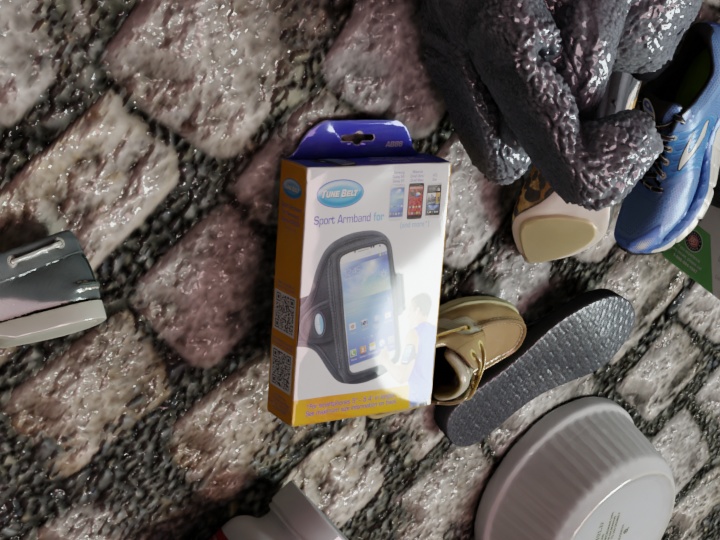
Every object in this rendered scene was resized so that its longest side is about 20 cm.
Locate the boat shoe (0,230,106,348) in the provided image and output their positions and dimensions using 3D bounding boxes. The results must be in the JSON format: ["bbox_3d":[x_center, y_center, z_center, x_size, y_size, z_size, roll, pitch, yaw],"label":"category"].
[{"bbox_3d":[-0.243,0.017,0.793,0.198,0.073,0.063,-9,82,-30],"label":"boat shoe"}]

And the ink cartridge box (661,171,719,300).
[{"bbox_3d":[0.362,-0.068,1.207,0.083,0.146,0.202,-2,120,-33],"label":"ink cartridge box"}]

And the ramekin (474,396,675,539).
[{"bbox_3d":[0.211,0.228,1.332,0.201,0.094,0.205,-25,134,-28],"label":"ramekin"}]

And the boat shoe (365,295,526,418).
[{"bbox_3d":[0.060,0.074,1.096,0.198,0.066,0.075,-16,130,-34],"label":"boat shoe"}]

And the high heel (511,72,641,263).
[{"bbox_3d":[0.169,-0.099,1.087,0.201,0.070,0.144,112,-7,-60],"label":"high heel"}]

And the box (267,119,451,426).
[{"bbox_3d":[0.000,0.000,0.964,0.118,0.041,0.203,-5,109,-32],"label":"box"}]

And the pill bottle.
[{"bbox_3d":[-0.093,0.261,1.060,0.200,0.112,0.112,-45,140,-7],"label":"pill bottle"}]

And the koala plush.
[{"bbox_3d":[0.153,-0.173,0.922,0.199,0.177,0.185,-35,114,-13],"label":"koala plush"}]

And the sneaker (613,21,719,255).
[{"bbox_3d":[0.249,-0.110,1.140,0.088,0.078,0.202,14,103,-36],"label":"sneaker"}]

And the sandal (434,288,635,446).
[{"bbox_3d":[0.145,0.072,1.203,0.198,0.043,0.077,-30,130,-9],"label":"sandal"}]
